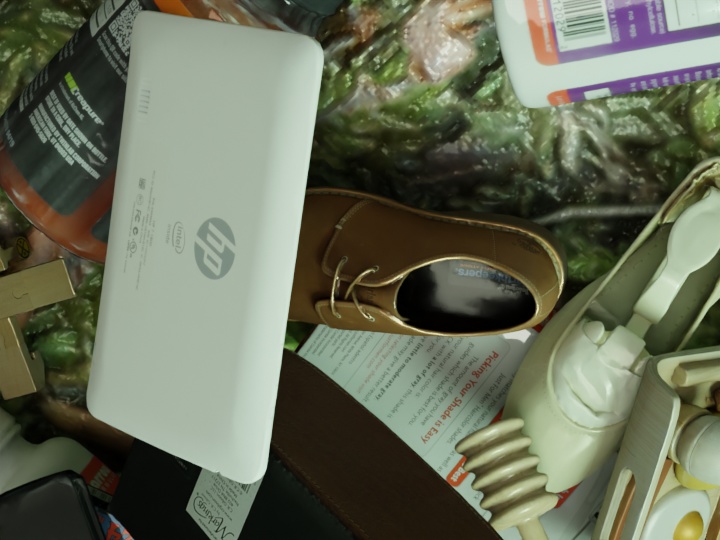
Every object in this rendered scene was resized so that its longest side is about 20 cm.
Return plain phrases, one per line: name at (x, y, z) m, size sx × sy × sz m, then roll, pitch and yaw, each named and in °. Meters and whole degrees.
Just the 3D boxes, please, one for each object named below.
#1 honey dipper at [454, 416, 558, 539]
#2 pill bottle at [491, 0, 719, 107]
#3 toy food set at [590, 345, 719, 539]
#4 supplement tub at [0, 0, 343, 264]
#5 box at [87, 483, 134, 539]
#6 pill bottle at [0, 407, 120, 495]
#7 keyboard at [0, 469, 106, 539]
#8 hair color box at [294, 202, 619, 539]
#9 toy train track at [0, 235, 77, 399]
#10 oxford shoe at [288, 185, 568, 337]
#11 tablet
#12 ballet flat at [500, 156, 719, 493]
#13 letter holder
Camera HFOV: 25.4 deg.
honey dipper at (0.101, 0.167, 0.760) m, size 0.038 × 0.038 × 0.200 m, roll -29°, pitch 75°, yaw 17°
pill bottle at (0.165, -0.147, 0.759) m, size 0.200 × 0.111 × 0.111 m, roll -9°, pitch 106°, yaw 12°
toy food set at (0.200, 0.112, 0.815) m, size 0.060 × 0.200 × 0.144 m, roll 35°, pitch 120°, yaw 45°
supplement tub at (-0.093, -0.101, 0.822) m, size 0.107 × 0.107 × 0.200 m, roll 45°, pitch 110°, yaw -6°
box at (-0.090, 0.217, 0.855) m, size 0.200 × 0.038 × 0.137 m, roll 25°, pitch 93°, yaw -6°
pill bottle at (-0.169, 0.168, 0.921) m, size 0.200 × 0.112 × 0.112 m, roll 42°, pitch 110°, yaw -6°
keyboard at (-0.154, 0.209, 0.803) m, size 0.104 × 0.040 × 0.200 m, roll -20°, pitch 78°, yaw 1°
hair color box at (0.070, 0.068, 0.873) m, size 0.200 × 0.064 × 0.111 m, roll 36°, pitch 109°, yaw -1°
toy train track at (-0.221, -0.026, 0.912) m, size 0.115 × 0.033 × 0.200 m, roll -15°, pitch 99°, yaw 21°
oxford shoe at (0.000, 0.000, 0.796) m, size 0.200 × 0.071 × 0.071 m, roll 1°, pitch 108°, yaw 13°
tablet at (-0.076, -0.014, 0.734) m, size 0.130 × 0.014 × 0.200 m, roll 16°, pitch 102°, yaw 43°
ballet flat at (0.138, 0.024, 0.801) m, size 0.069 × 0.069 × 0.200 m, roll 37°, pitch 79°, yaw -4°
letter holder at (-0.002, 0.129, 0.781) m, size 0.200 × 0.142 × 0.101 m, roll 40°, pitch 117°, yaw 39°
